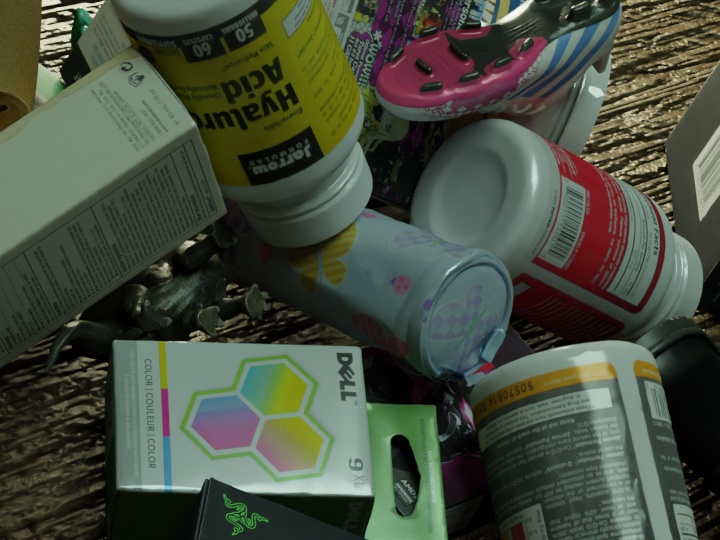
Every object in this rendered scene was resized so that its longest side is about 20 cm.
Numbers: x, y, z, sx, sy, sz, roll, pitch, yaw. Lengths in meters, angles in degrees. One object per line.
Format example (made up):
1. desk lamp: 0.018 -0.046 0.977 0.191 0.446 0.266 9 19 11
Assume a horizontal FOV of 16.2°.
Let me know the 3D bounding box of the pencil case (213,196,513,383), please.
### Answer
1. pencil case: 0.000 0.000 1.553 0.199 0.084 0.090 24 2 37

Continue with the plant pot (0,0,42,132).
1. plant pot: -0.261 -0.164 1.481 0.185 0.186 0.201 0 58 -35

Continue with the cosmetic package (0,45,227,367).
1. cosmetic package: -0.181 -0.024 1.415 0.199 0.104 0.073 -33 62 -11

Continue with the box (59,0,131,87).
1. box: -0.107 -0.170 1.563 0.049 0.200 0.083 18 29 -37

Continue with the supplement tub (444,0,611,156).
1. supplement tub: 0.060 -0.139 1.762 0.199 0.145 0.145 23 37 -10

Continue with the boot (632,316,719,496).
1. boot: 0.240 0.116 1.598 0.158 0.079 0.211 52 15 26

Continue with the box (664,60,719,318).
1. box: 0.345 -0.045 1.873 0.197 0.124 0.201 20 38 -16

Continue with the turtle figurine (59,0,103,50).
1. turtle figurine: -0.104 -0.188 1.735 0.198 0.101 0.150 -7 35 -15

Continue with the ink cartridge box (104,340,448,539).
1. ink cartridge box: -0.045 0.100 1.433 0.198 0.060 0.104 3 51 -10

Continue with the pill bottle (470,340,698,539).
1. pill bottle: 0.137 0.151 1.465 0.116 0.116 0.202 1 70 -34

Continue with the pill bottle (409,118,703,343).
1. pill bottle: 0.135 -0.016 1.672 0.199 0.112 0.113 25 32 -42

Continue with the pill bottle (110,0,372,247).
1. pill bottle: -0.062 -0.111 1.474 0.110 0.201 0.112 -14 43 13

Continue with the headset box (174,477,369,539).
1. headset box: -0.030 0.223 1.325 0.199 0.093 0.175 23 37 -10

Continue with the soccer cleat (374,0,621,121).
1. soccer cleat: 0.094 -0.126 1.641 0.199 0.087 0.070 -27 49 -29

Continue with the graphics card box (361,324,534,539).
1. graphics card box: 0.049 0.099 1.559 0.199 0.051 0.126 -16 57 -44

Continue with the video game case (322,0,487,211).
1. video game case: -0.002 -0.156 1.616 0.180 0.202 0.036 18 -2 -41

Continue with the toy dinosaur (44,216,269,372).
1. toy dinosaur: -0.123 0.023 1.508 0.077 0.102 0.200 53 50 -16

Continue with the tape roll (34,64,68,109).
1. tape roll: -0.248 -0.069 1.547 0.199 0.048 0.201 19 38 -15
